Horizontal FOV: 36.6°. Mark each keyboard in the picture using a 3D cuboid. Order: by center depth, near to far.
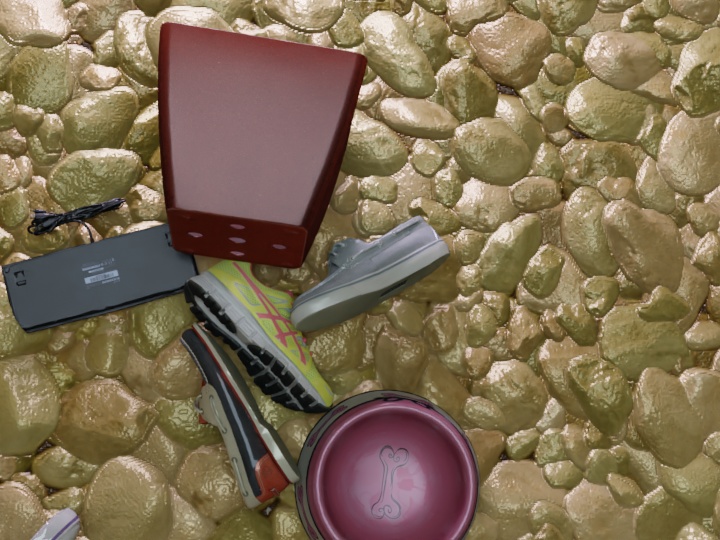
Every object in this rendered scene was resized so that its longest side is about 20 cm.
[{"bbox_3d":[-0.282,-0.016,1.165,0.200,0.021,0.127,-15,87,-9],"label":"keyboard"}]

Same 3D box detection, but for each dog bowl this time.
[{"bbox_3d":[0.032,0.221,1.124,0.200,0.074,0.200,1,80,-5],"label":"dog bowl"}]

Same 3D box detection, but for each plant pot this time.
[{"bbox_3d":[-0.112,-0.110,1.096,0.200,0.200,0.176,9,72,-4],"label":"plant pot"}]

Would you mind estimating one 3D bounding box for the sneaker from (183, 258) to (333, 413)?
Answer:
[{"bbox_3d":[-0.088,0.063,1.143,0.200,0.078,0.090,50,56,-7],"label":"sneaker"}]

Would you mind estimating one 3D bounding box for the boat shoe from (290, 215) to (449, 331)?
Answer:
[{"bbox_3d":[0.001,-0.001,1.156,0.201,0.070,0.072,-26,73,-28],"label":"boat shoe"}]

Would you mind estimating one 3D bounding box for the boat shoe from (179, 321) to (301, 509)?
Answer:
[{"bbox_3d":[-0.137,0.147,1.125,0.063,0.071,0.200,-33,81,2],"label":"boat shoe"}]

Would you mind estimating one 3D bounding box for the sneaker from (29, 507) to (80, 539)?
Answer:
[{"bbox_3d":[-0.313,0.340,1.076,0.114,0.073,0.201,34,89,-2],"label":"sneaker"}]
